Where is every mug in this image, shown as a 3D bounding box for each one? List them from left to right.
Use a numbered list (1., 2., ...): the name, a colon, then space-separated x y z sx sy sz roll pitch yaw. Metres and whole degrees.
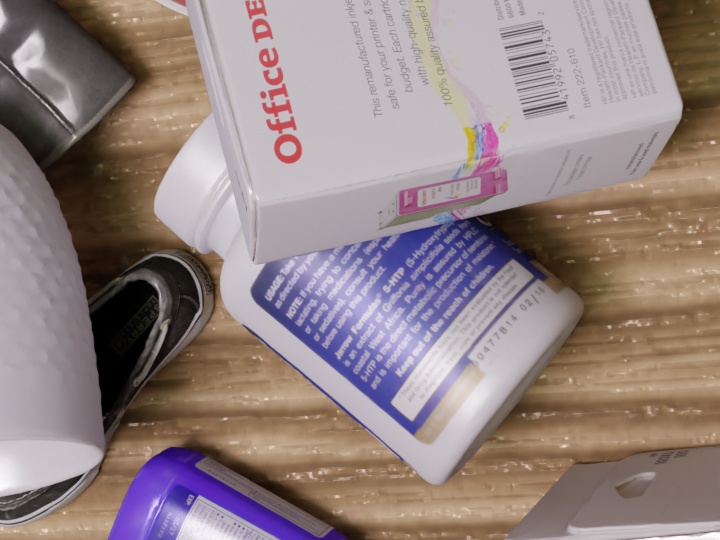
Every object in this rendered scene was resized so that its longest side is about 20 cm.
1. mug: -0.222 0.026 0.962 0.200 0.147 0.176 -37 58 58

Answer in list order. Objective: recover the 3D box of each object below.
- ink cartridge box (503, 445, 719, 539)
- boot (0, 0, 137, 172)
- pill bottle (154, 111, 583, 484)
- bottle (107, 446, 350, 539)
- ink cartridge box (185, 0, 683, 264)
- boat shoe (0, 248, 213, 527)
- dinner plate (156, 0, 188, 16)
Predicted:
1. ink cartridge box: 0.167 0.197 0.889 0.144 0.147 0.201 -8 97 20
2. boot: -0.195 -0.161 0.970 0.200 0.073 0.182 46 120 -5
3. pill bottle: 0.000 0.000 0.929 0.200 0.120 0.120 40 109 9
4. bottle: -0.038 0.173 1.000 0.199 0.065 0.084 27 107 13
5. ink cartridge box: 0.027 -0.101 0.858 0.199 0.085 0.145 -12 73 -10
6. boat shoe: -0.161 0.068 1.025 0.071 0.064 0.200 41 109 8
7. dinner plate: -0.060 -0.228 0.963 0.199 0.024 0.201 3 100 20
